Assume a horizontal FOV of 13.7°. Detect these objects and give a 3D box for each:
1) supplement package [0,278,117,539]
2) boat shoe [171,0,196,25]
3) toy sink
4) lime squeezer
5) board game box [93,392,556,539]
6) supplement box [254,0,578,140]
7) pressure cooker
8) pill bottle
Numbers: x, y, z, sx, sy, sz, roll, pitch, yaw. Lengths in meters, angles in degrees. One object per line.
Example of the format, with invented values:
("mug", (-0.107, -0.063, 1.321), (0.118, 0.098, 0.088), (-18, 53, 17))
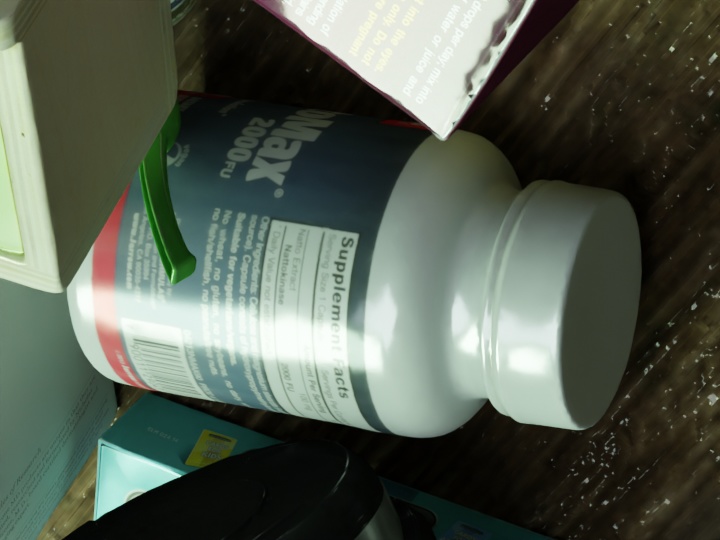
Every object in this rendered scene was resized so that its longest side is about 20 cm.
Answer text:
("supplement package", (-0.182, 0.023, 1.222), (0.117, 0.117, 0.200), (22, 146, 16))
("boat shoe", (-0.126, -0.088, 1.206), (0.200, 0.072, 0.062), (-18, 123, 44))
("toy sink", (-0.146, -0.104, 1.001), (0.130, 0.112, 0.200), (17, 143, 14))
("lime squeezer", (-0.114, -0.059, 1.117), (0.200, 0.071, 0.038), (35, 150, 27))
("board game box", (-0.020, 0.155, 1.291), (0.199, 0.047, 0.152), (19, 124, 18))
("supplement box", (-0.002, -0.163, 1.050), (0.200, 0.131, 0.103), (37, 128, 6))
("pressure cooker", (-0.036, 0.188, 1.178), (0.178, 0.176, 0.201), (-16, 105, 37))
("pill bottle", (0.000, 0.000, 1.147), (0.199, 0.120, 0.120), (9, 121, 23))
